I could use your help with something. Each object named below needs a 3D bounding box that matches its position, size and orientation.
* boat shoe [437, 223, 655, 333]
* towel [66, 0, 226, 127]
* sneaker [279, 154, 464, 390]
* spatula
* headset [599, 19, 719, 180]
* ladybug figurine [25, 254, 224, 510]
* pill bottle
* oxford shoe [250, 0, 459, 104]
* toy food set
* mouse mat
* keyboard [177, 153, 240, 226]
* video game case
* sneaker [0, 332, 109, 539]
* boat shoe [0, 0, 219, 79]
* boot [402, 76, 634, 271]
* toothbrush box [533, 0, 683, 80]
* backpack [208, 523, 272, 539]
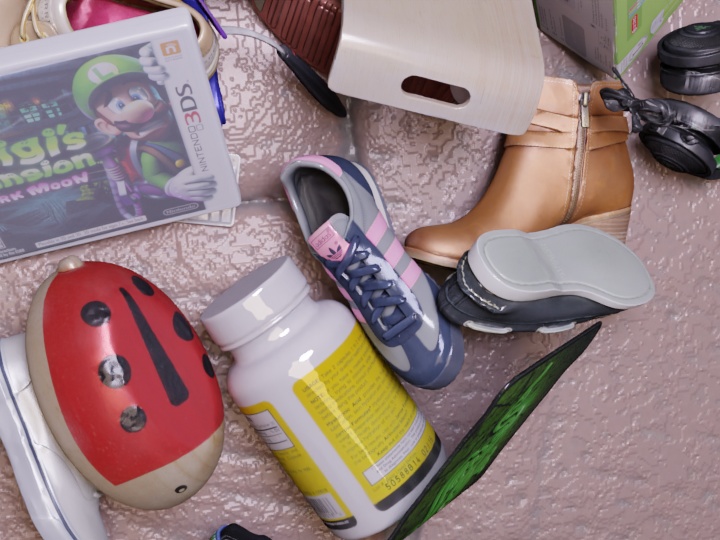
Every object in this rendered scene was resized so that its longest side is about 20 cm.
[{"bbox_3d":[0.138,0.009,0.791,0.199,0.076,0.060,6,140,-38],"label":"boat shoe"},{"bbox_3d":[-0.206,-0.155,0.777,0.199,0.050,0.148,-11,84,-9],"label":"towel"},{"bbox_3d":[0.000,0.000,0.776,0.070,0.082,0.200,-42,64,22],"label":"sneaker"},{"bbox_3d":[-0.070,-0.160,0.768,0.021,0.057,0.200,-46,136,13],"label":"spatula"},{"bbox_3d":[0.266,-0.129,0.831,0.199,0.094,0.124,-4,110,-33],"label":"headset"},{"bbox_3d":[-0.161,0.078,0.777,0.136,0.072,0.200,-40,106,-45],"label":"ladybug figurine"},{"bbox_3d":[-0.030,0.093,0.810,0.111,0.111,0.200,-35,103,-5],"label":"pill bottle"},{"bbox_3d":[0.013,-0.184,0.819,0.199,0.071,0.074,26,61,-8],"label":"oxford shoe"},{"bbox_3d":[0.045,-0.187,0.765,0.143,0.201,0.060,11,139,-15],"label":"toy food set"},{"bbox_3d":[0.095,0.125,0.792,0.008,0.161,0.200,44,124,18],"label":"mouse mat"},{"bbox_3d":[-0.192,-0.070,0.810,0.199,0.011,0.057,5,96,-11],"label":"keyboard"},{"bbox_3d":[-0.194,-0.083,0.732,0.199,0.182,0.023,-14,54,-3],"label":"video game case"},{"bbox_3d":[-0.217,0.138,0.799,0.071,0.073,0.201,-22,100,-4],"label":"sneaker"},{"bbox_3d":[-0.194,-0.169,0.720,0.199,0.069,0.074,4,83,-7],"label":"boat shoe"},{"bbox_3d":[0.122,-0.075,0.842,0.199,0.074,0.155,-3,99,-23],"label":"boot"},{"bbox_3d":[0.217,-0.263,0.788,0.086,0.146,0.200,41,89,19],"label":"toothbrush box"},{"bbox_3d":[-0.064,0.300,0.794,0.200,0.183,0.147,42,87,-8],"label":"backpack"}]
